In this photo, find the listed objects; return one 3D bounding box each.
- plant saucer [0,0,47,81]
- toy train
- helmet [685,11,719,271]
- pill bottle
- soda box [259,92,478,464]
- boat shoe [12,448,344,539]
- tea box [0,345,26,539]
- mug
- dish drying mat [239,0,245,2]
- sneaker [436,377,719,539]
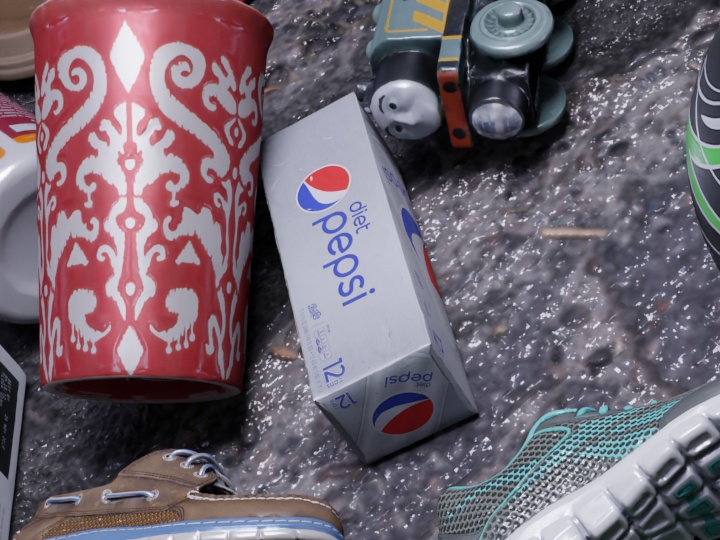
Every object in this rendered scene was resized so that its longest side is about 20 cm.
[{"bbox_3d":[-0.204,-0.213,1.271,0.198,0.030,0.201,-21,40,19],"label":"plant saucer"},{"bbox_3d":[0.062,-0.150,1.022,0.113,0.086,0.201,-2,49,15],"label":"toy train"},{"bbox_3d":[0.233,-0.053,0.773,0.201,0.200,0.190,-57,15,-22],"label":"helmet"},{"bbox_3d":[-0.240,-0.055,1.109,0.113,0.113,0.199,-46,45,-12],"label":"pill bottle"},{"bbox_3d":[0.000,0.000,0.955,0.068,0.064,0.201,-26,44,10],"label":"soda box"},{"bbox_3d":[-0.095,0.127,0.896,0.198,0.072,0.073,-9,47,24],"label":"boat shoe"},{"bbox_3d":[-0.303,0.124,0.976,0.195,0.134,0.201,-19,46,16],"label":"tea box"},{"bbox_3d":[-0.104,-0.031,0.984,0.132,0.177,0.202,-6,76,26],"label":"mug"},{"bbox_3d":[-0.125,-0.178,1.215,0.199,0.018,0.077,-36,44,-1],"label":"dish drying mat"},{"bbox_3d":[0.115,0.086,0.809,0.199,0.078,0.091,-31,40,1],"label":"sneaker"}]
